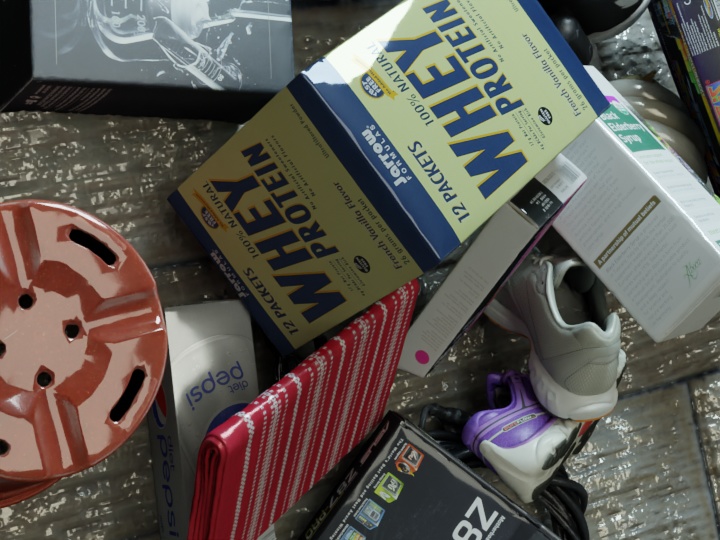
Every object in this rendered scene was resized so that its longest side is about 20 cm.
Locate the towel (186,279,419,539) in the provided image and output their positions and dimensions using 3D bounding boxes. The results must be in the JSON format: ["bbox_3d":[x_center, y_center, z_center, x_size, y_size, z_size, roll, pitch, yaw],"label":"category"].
[{"bbox_3d":[-0.037,0.099,0.840,0.022,0.146,0.200,33,46,20],"label":"towel"}]

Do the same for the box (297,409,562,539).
[{"bbox_3d":[0.027,0.227,0.929,0.161,0.049,0.201,38,86,-13],"label":"box"}]

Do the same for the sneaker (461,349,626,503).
[{"bbox_3d":[0.140,0.095,0.995,0.083,0.081,0.199,33,27,18],"label":"sneaker"}]

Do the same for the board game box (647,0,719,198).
[{"bbox_3d":[0.289,-0.131,1.037,0.056,0.165,0.202,-21,95,8],"label":"board game box"}]

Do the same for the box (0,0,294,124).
[{"bbox_3d":[-0.148,-0.210,0.894,0.180,0.104,0.203,-1,85,-28],"label":"box"}]

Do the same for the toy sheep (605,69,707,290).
[{"bbox_3d":[0.213,-0.072,1.048,0.137,0.138,0.202,25,56,-22],"label":"toy sheep"}]

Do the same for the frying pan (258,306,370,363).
[{"bbox_3d":[-0.015,-0.006,0.979,0.114,0.031,0.192,26,69,-20],"label":"frying pan"}]

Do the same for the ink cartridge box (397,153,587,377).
[{"bbox_3d":[0.078,0.010,0.922,0.037,0.201,0.095,41,38,6],"label":"ink cartridge box"}]

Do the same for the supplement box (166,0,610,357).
[{"bbox_3d":[0.016,-0.076,0.866,0.135,0.200,0.199,52,53,-4],"label":"supplement box"}]

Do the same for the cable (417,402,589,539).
[{"bbox_3d":[0.093,0.205,0.999,0.199,0.051,0.165,32,71,-21],"label":"cable"}]

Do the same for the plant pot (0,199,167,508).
[{"bbox_3d":[-0.212,0.046,0.782,0.198,0.195,0.204,3,83,-26],"label":"plant pot"}]

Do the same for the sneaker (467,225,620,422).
[{"bbox_3d":[0.140,0.012,0.972,0.075,0.201,0.093,-7,130,-22],"label":"sneaker"}]

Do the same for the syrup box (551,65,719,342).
[{"bbox_3d":[0.185,-0.052,0.935,0.078,0.082,0.201,-7,54,-53],"label":"syrup box"}]

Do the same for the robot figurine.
[{"bbox_3d":[0.165,-0.252,1.009,0.150,0.200,0.125,-46,68,4],"label":"robot figurine"}]

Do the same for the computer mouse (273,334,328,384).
[{"bbox_3d":[-0.065,0.008,0.921,0.058,0.034,0.202,-19,76,-19],"label":"computer mouse"}]

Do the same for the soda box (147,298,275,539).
[{"bbox_3d":[-0.104,0.123,0.900,0.063,0.068,0.203,-5,86,-27],"label":"soda box"}]
